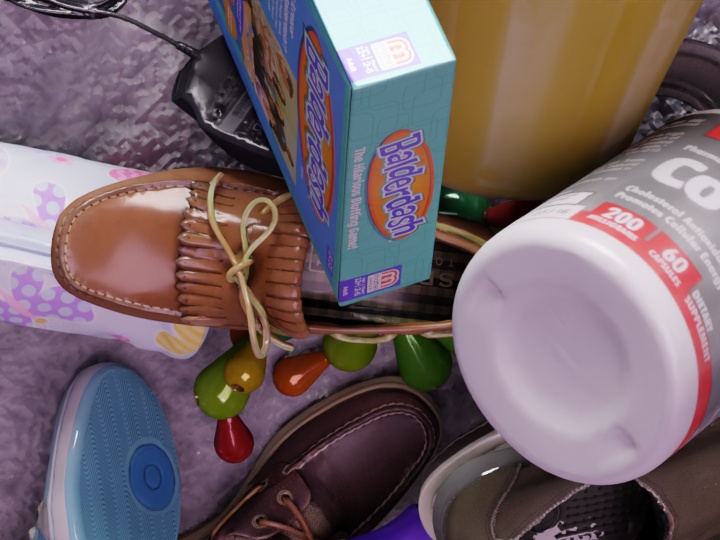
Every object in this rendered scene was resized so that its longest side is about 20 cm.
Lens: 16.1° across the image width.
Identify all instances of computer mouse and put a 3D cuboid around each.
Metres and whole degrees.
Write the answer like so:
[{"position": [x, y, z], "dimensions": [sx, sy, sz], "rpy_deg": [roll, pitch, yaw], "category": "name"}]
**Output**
[{"position": [-0.083, -0.092, 1.117], "dimensions": [0.199, 0.034, 0.059], "rpy_deg": [30, 63, 15], "category": "computer mouse"}]

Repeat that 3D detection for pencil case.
[{"position": [-0.159, -0.015, 1.145], "dimensions": [0.199, 0.091, 0.084], "rpy_deg": [11, 109, -14], "category": "pencil case"}]

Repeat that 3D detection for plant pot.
[{"position": [0.070, -0.143, 1.093], "dimensions": [0.199, 0.201, 0.190], "rpy_deg": [2, 127, -11], "category": "plant pot"}]

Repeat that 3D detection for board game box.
[{"position": [-0.021, -0.110, 1.022], "dimensions": [0.045, 0.201, 0.152], "rpy_deg": [-16, 151, -13], "category": "board game box"}]

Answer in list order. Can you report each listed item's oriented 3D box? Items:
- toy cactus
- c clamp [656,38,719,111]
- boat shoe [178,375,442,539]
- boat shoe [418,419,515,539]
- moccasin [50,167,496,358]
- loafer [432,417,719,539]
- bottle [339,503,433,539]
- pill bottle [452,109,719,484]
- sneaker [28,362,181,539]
[{"position": [0.000, 0.000, 1.170], "dimensions": [0.199, 0.102, 0.166], "rpy_deg": [-22, 122, 7], "category": "toy cactus"}, {"position": [0.143, -0.008, 1.211], "dimensions": [0.170, 0.027, 0.201], "rpy_deg": [-16, 108, 28], "category": "c clamp"}, {"position": [-0.038, 0.134, 1.236], "dimensions": [0.200, 0.072, 0.072], "rpy_deg": [-38, 113, 6], "category": "boat shoe"}, {"position": [0.116, 0.071, 1.168], "dimensions": [0.199, 0.060, 0.072], "rpy_deg": [-22, 118, -3], "category": "boat shoe"}, {"position": [-0.031, 0.000, 1.087], "dimensions": [0.200, 0.078, 0.074], "rpy_deg": [12, 93, -11], "category": "moccasin"}, {"position": [0.134, 0.101, 1.112], "dimensions": [0.199, 0.070, 0.076], "rpy_deg": [-18, 118, -5], "category": "loafer"}, {"position": [0.078, 0.134, 1.210], "dimensions": [0.199, 0.065, 0.084], "rpy_deg": [-11, 99, -11], "category": "bottle"}, {"position": [0.138, -0.001, 1.079], "dimensions": [0.200, 0.113, 0.115], "rpy_deg": [-33, 124, -45], "category": "pill bottle"}, {"position": [-0.154, 0.148, 1.220], "dimensions": [0.079, 0.130, 0.201], "rpy_deg": [12, 74, -48], "category": "sneaker"}]
